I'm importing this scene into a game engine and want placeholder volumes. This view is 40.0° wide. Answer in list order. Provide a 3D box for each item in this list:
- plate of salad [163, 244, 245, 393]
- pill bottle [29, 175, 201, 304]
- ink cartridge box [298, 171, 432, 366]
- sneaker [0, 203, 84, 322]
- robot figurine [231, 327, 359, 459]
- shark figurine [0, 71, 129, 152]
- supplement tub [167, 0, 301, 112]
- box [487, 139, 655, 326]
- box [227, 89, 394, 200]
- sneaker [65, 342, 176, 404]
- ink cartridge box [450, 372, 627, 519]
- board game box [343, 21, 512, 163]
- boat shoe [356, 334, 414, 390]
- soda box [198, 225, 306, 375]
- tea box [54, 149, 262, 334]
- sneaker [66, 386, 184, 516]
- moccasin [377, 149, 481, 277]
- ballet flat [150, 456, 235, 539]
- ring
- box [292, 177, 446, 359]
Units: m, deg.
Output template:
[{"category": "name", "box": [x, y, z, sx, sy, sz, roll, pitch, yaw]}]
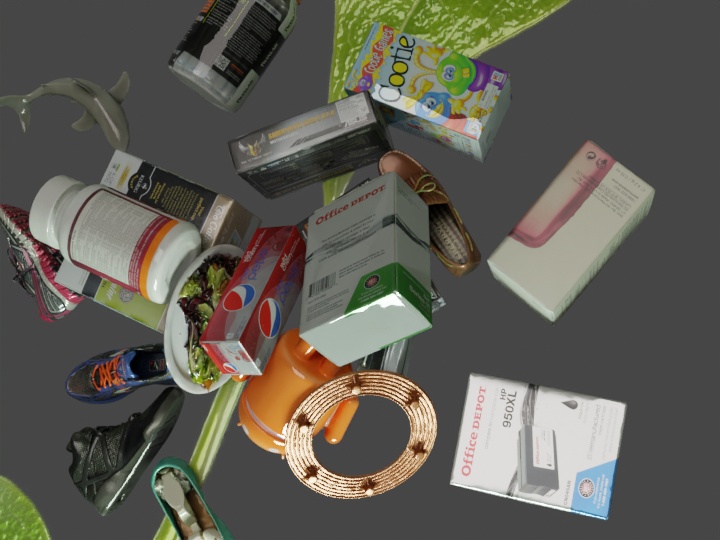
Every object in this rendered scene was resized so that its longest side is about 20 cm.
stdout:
[{"category": "plate of salad", "box": [-0.184, 0.066, 1.299, 0.048, 0.200, 0.202, 13, 82, 29]}, {"category": "pill bottle", "box": [-0.311, -0.043, 1.253, 0.199, 0.110, 0.110, 23, 85, 15]}, {"category": "ink cartridge box", "box": [0.008, -0.004, 1.218, 0.146, 0.083, 0.201, -25, 43, 28]}, {"category": "sneaker", "box": [-0.480, -0.017, 1.439, 0.075, 0.081, 0.200, -43, 70, 14]}, {"category": "robot figurine", "box": [-0.084, 0.158, 1.288, 0.201, 0.143, 0.117, -55, 41, 26]}, {"category": "shark figurine", "box": [-0.433, -0.262, 1.471, 0.213, 0.090, 0.129, 15, 82, 12]}, {"category": "supplement tub", "box": [-0.174, -0.338, 1.411, 0.122, 0.123, 0.201, 34, 88, 15]}, {"category": "box", "box": [0.268, -0.045, 1.263, 0.109, 0.128, 0.200, 40, 89, 16]}, {"category": "box", "box": [-0.061, -0.165, 1.338, 0.199, 0.158, 0.049, -19, 78, 8]}, {"category": "sneaker", "box": [-0.323, 0.135, 1.378, 0.198, 0.078, 0.076, -17, 76, 8]}, {"category": "ink cartridge box", "box": [0.223, 0.219, 1.246, 0.198, 0.084, 0.146, 10, 81, 14]}, {"category": "board game box", "box": [0.094, -0.242, 1.347, 0.199, 0.105, 0.104, 24, 85, 14]}, {"category": "boat shoe", "box": [0.037, 0.052, 1.270, 0.070, 0.072, 0.202, 11, 80, 17]}, {"category": "soda box", "box": [-0.129, 0.035, 1.263, 0.063, 0.070, 0.201, -4, 44, 28]}, {"category": "tea box", "box": [-0.275, -0.029, 1.369, 0.196, 0.134, 0.201, 24, 86, 15]}, {"category": "sneaker", "box": [-0.331, 0.226, 1.364, 0.114, 0.076, 0.200, 37, 94, 9]}, {"category": "moccasin", "box": [0.088, -0.080, 1.332, 0.073, 0.078, 0.202, -30, 75, 5]}, {"category": "ballet flat", "box": [-0.225, 0.341, 1.324, 0.067, 0.070, 0.201, -35, 75, 3]}, {"category": "ring", "box": [0.003, 0.214, 1.257, 0.199, 0.019, 0.202, -5, 120, -9]}, {"category": "box", "box": [0.000, 0.000, 1.350, 0.157, 0.050, 0.201, -33, 75, 5]}]
